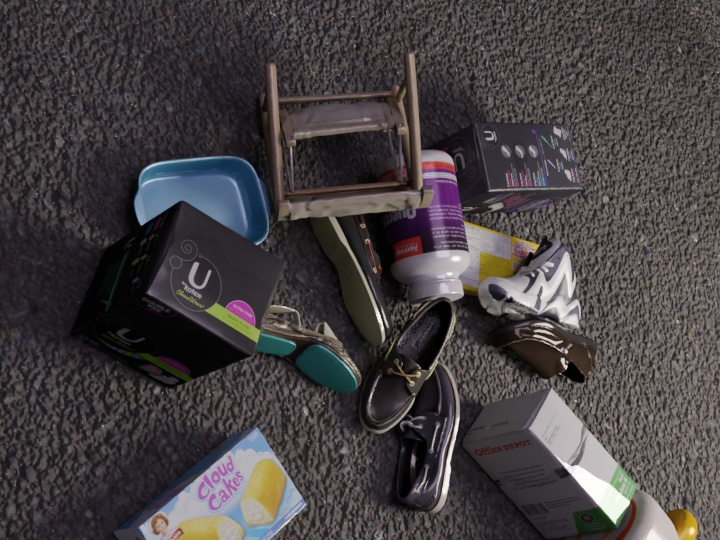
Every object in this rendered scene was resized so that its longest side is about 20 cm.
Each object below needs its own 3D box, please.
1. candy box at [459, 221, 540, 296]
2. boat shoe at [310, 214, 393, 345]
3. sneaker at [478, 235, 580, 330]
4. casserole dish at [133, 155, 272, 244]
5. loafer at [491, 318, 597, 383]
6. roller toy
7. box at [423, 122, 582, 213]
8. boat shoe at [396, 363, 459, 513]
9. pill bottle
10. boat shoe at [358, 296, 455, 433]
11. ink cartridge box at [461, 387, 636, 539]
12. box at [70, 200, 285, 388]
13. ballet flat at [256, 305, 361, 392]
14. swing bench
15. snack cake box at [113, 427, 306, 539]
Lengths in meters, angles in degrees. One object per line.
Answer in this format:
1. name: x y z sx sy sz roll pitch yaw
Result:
1. candy box: 0.196 -0.007 1.887 0.198 0.026 0.103 15 67 -33
2. boat shoe: 0.001 -0.001 1.705 0.063 0.074 0.203 -19 83 -32
3. sneaker: 0.247 0.004 1.857 0.198 0.079 0.131 16 70 -33
4. casserole dish: -0.201 -0.077 1.598 0.199 0.039 0.122 -9 81 -38
5. loafer: 0.275 0.122 1.875 0.198 0.073 0.072 15 66 -33
6. roller toy: 0.366 0.409 1.780 0.140 0.182 0.200 50 45 -13
7. box: 0.211 -0.150 1.884 0.198 0.122 0.107 -4 78 -39
8. boat shoe: 0.084 0.217 1.699 0.062 0.072 0.202 17 70 -35
9. pill bottle: 0.088 -0.057 1.765 0.112 0.112 0.202 0 75 -37
10. boat shoe: 0.061 0.121 1.690 0.071 0.061 0.202 31 71 2
11. ink cartridge box: 0.260 0.268 1.768 0.200 0.145 0.084 48 53 -15
12. box: -0.208 0.032 1.450 0.148 0.199 0.125 32 58 -26
13. ballet flat: -0.079 0.086 1.626 0.199 0.068 0.076 26 45 -26
14. swing bench: -0.023 -0.160 1.659 0.197 0.130 0.202 -5 78 -9
15. snack cake box: -0.171 0.286 1.482 0.200 0.067 0.116 -38 100 -39
